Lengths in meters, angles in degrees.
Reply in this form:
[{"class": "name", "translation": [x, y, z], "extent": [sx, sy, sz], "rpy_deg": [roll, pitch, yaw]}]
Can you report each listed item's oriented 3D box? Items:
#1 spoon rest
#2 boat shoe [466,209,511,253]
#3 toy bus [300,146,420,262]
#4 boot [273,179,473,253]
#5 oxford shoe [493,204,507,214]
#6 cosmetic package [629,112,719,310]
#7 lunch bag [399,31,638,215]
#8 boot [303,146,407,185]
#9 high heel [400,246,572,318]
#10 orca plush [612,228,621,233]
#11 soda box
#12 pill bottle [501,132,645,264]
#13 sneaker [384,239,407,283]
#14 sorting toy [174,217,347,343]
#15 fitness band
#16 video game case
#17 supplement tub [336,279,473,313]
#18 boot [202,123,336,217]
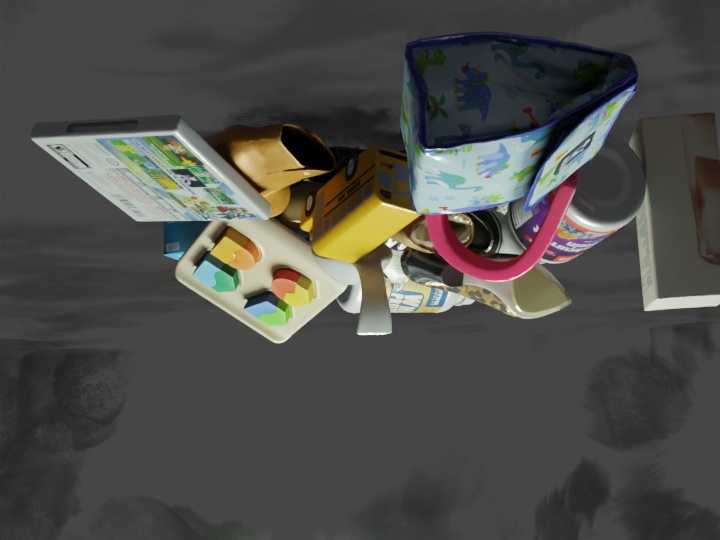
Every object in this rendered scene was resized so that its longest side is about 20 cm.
[{"class": "spoon rest", "translation": [0.000, 0.000, 1.257], "extent": [0.097, 0.062, 0.201], "rpy_deg": [-1, -153, -13]}, {"class": "boat shoe", "translation": [0.128, -0.056, 1.415], "extent": [0.063, 0.072, 0.200], "rpy_deg": [9, -168, -28]}, {"class": "toy bus", "translation": [-0.001, -0.066, 1.162], "extent": [0.064, 0.080, 0.200], "rpy_deg": [12, 157, -24]}, {"class": "boot", "translation": [0.011, -0.066, 1.305], "extent": [0.173, 0.067, 0.199], "rpy_deg": [-11, -160, -31]}, {"class": "oxford shoe", "translation": [0.249, -0.095, 1.416], "extent": [0.196, 0.058, 0.076], "rpy_deg": [10, 127, -15]}, {"class": "cosmetic package", "translation": [0.356, -0.063, 1.215], "extent": [0.085, 0.204, 0.103], "rpy_deg": [-3, 172, 6]}, {"class": "lunch bag", "translation": [0.139, -0.132, 0.990], "extent": [0.196, 0.130, 0.170], "rpy_deg": [-9, 165, -3]}, {"class": "boot", "translation": [0.043, -0.114, 1.218], "extent": [0.171, 0.071, 0.199], "rpy_deg": [2, 171, -31]}, {"class": "high heel", "translation": [0.150, 0.006, 1.324], "extent": [0.197, 0.073, 0.142], "rpy_deg": [13, -176, -25]}, {"class": "orca plush", "translation": [0.325, -0.082, 1.341], "extent": [0.196, 0.107, 0.071], "rpy_deg": [-4, -151, 8]}, {"class": "soda box", "translation": [-0.169, -0.056, 1.500], "extent": [0.196, 0.065, 0.068], "rpy_deg": [-5, 170, 14]}, {"class": "pill bottle", "translation": [0.234, -0.073, 1.249], "extent": [0.109, 0.114, 0.200], "rpy_deg": [-1, 165, -14]}, {"class": "sneaker", "translation": [0.076, -0.019, 1.482], "extent": [0.197, 0.082, 0.075], "rpy_deg": [15, -158, -22]}, {"class": "sorting toy", "translation": [-0.132, 0.010, 1.388], "extent": [0.184, 0.037, 0.200], "rpy_deg": [34, 140, -12]}, {"class": "fitness band", "translation": [0.147, -0.082, 1.143], "extent": [0.142, 0.202, 0.037], "rpy_deg": [28, -146, 9]}, {"class": "video game case", "translation": [-0.215, -0.103, 1.144], "extent": [0.179, 0.022, 0.200], "rpy_deg": [1, 157, 25]}, {"class": "supplement tub", "translation": [0.067, -0.012, 1.585], "extent": [0.196, 0.148, 0.145], "rpy_deg": [0, 170, -18]}, {"class": "boot", "translation": [-0.086, -0.107, 1.198], "extent": [0.142, 0.072, 0.201], "rpy_deg": [-2, 166, 28]}]
